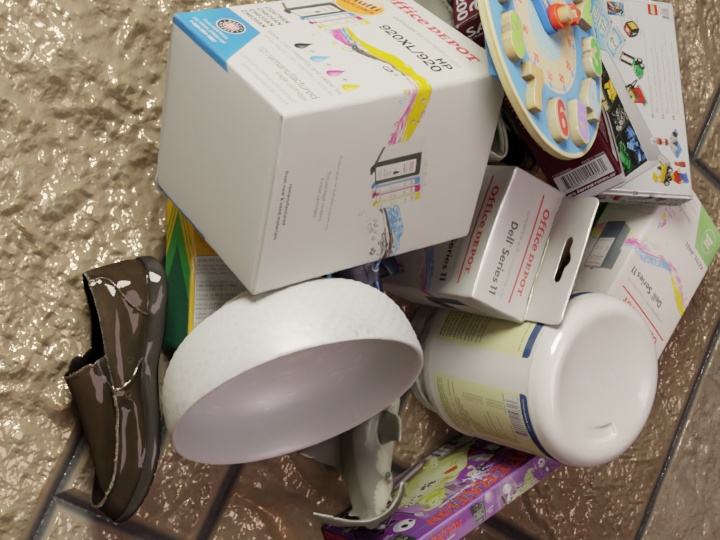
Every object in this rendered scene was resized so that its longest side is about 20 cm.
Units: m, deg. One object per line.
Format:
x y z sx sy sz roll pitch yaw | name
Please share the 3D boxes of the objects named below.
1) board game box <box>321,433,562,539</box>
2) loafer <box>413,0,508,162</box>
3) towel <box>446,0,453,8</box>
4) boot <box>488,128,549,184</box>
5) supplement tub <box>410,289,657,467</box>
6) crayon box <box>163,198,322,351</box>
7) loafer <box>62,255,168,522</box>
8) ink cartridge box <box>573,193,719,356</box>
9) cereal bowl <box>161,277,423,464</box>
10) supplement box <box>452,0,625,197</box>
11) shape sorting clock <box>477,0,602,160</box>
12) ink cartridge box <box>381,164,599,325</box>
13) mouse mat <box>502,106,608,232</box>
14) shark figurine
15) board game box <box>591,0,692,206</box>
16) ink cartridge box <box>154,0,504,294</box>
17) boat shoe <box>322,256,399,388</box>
0.075 0.200 1.100 0.199 0.119 0.033 -28 111 -31 | board game box
0.066 -0.173 0.996 0.070 0.070 0.201 -43 121 -15 | loafer
0.055 -0.257 1.058 0.198 0.085 0.168 -8 107 -30 | towel
0.146 -0.092 1.148 0.199 0.075 0.075 19 82 -37 | boot
0.145 0.084 1.088 0.144 0.199 0.147 -4 98 -35 | supplement tub
-0.092 -0.037 0.995 0.125 0.051 0.203 0 96 -36 | crayon box
-0.192 0.088 0.932 0.071 0.073 0.203 4 87 -26 | loafer
0.276 0.010 1.245 0.117 0.067 0.201 46 69 -35 | ink cartridge box
-0.057 0.064 0.919 0.198 0.200 0.084 -3 60 -36 | cereal bowl
0.147 -0.162 1.022 0.201 0.060 0.109 53 22 -31 | supplement box
0.134 -0.180 0.892 0.199 0.039 0.202 33 49 -48 | shape sorting clock
0.097 -0.026 1.041 0.067 0.199 0.118 24 81 -35 | ink cartridge box
0.227 -0.149 1.243 0.161 0.007 0.201 -49 121 -22 | mouse mat
-0.009 0.165 1.048 0.088 0.215 0.129 7 126 0 | shark figurine
0.251 -0.165 1.187 0.125 0.035 0.203 2 76 -19 | board game box
-0.022 -0.102 0.888 0.198 0.147 0.146 -16 134 -34 | ink cartridge box
0.000 0.000 1.042 0.068 0.084 0.203 -1 94 -11 | boat shoe
